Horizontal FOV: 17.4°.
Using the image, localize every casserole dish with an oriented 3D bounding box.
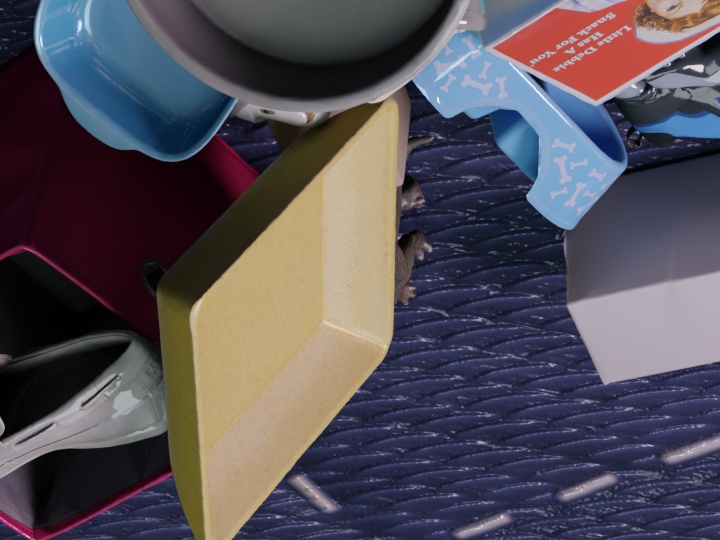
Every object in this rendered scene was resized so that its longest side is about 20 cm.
[{"bbox_3d":[-0.092,-0.149,1.217,0.121,0.039,0.200,38,125,5],"label":"casserole dish"}]

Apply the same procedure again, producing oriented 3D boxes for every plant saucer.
[{"bbox_3d":[-0.050,0.024,1.295,0.048,0.200,0.201,24,138,23],"label":"plant saucer"}]

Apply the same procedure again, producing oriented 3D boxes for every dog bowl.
[{"bbox_3d":[0.083,-0.110,1.347,0.049,0.112,0.200,-35,124,20],"label":"dog bowl"}]

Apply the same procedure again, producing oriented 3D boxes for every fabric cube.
[{"bbox_3d":[-0.183,0.007,1.429,0.199,0.200,0.196,-28,126,31],"label":"fabric cube"}]

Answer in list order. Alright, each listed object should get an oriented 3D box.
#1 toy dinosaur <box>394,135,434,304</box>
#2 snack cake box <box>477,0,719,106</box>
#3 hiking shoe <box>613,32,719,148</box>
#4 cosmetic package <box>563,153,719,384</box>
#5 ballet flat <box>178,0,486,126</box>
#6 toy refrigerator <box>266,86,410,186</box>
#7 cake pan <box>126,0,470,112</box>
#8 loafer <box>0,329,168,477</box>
[{"bbox_3d":[0.000,0.000,1.464,0.077,0.102,0.200,46,130,-1],"label":"toy dinosaur"},{"bbox_3d":[0.165,-0.176,1.260,0.199,0.068,0.115,-31,151,29],"label":"snack cake box"},{"bbox_3d":[0.236,-0.121,1.349,0.198,0.075,0.087,-6,144,26],"label":"hiking shoe"},{"bbox_3d":[0.228,-0.010,1.432,0.198,0.107,0.090,-13,134,22],"label":"cosmetic package"},{"bbox_3d":[-0.020,-0.111,1.263,0.199,0.067,0.064,-24,91,28],"label":"ballet flat"},{"bbox_3d":[-0.035,-0.138,1.350,0.069,0.076,0.201,-10,135,16],"label":"toy refrigerator"},{"bbox_3d":[-0.031,-0.177,1.129,0.198,0.037,0.202,7,112,18],"label":"cake pan"},{"bbox_3d":[-0.199,0.075,1.310,0.198,0.070,0.070,-18,138,11],"label":"loafer"}]
